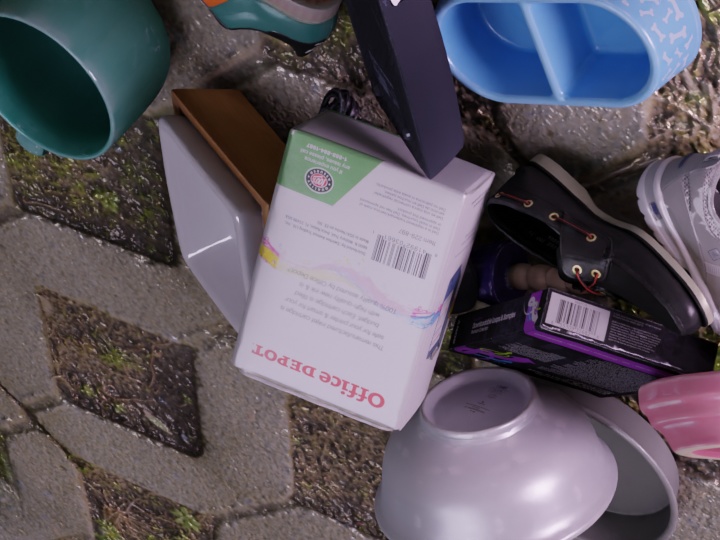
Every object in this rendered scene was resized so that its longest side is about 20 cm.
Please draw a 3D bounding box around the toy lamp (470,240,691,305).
[{"bbox_3d":[0.160,0.006,1.442,0.199,0.058,0.058,2,133,39],"label":"toy lamp"}]

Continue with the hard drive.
[{"bbox_3d":[0.021,-0.177,1.302,0.135,0.042,0.201,-120,9,-51],"label":"hard drive"}]

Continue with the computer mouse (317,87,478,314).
[{"bbox_3d":[0.013,-0.036,1.480,0.200,0.053,0.139,49,152,11],"label":"computer mouse"}]

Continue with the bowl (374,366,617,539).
[{"bbox_3d":[0.101,0.140,1.480,0.200,0.201,0.091,10,125,36],"label":"bowl"}]

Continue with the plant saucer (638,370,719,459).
[{"bbox_3d":[0.301,0.107,1.334,0.199,0.051,0.201,1,169,0],"label":"plant saucer"}]

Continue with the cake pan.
[{"bbox_3d":[0.193,0.167,1.623,0.199,0.037,0.201,25,145,19],"label":"cake pan"}]

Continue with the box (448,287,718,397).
[{"bbox_3d":[0.166,0.059,1.424,0.142,0.036,0.200,18,167,-15],"label":"box"}]

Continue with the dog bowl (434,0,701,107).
[{"bbox_3d":[0.133,-0.163,1.265,0.199,0.050,0.112,8,137,39],"label":"dog bowl"}]

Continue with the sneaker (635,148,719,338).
[{"bbox_3d":[0.279,-0.001,1.302,0.200,0.075,0.082,47,147,-13],"label":"sneaker"}]

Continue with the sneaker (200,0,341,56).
[{"bbox_3d":[-0.108,-0.227,1.394,0.199,0.072,0.080,33,144,6],"label":"sneaker"}]

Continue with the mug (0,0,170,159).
[{"bbox_3d":[-0.243,-0.184,1.535,0.184,0.115,0.152,-5,129,47],"label":"mug"}]

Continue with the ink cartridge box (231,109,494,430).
[{"bbox_3d":[0.000,0.000,1.402,0.144,0.087,0.201,21,110,13],"label":"ink cartridge box"}]

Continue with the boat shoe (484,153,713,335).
[{"bbox_3d":[0.172,-0.008,1.342,0.201,0.063,0.074,41,164,36],"label":"boat shoe"}]

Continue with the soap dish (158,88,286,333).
[{"bbox_3d":[-0.095,-0.042,1.557,0.158,0.081,0.201,50,157,35],"label":"soap dish"}]
